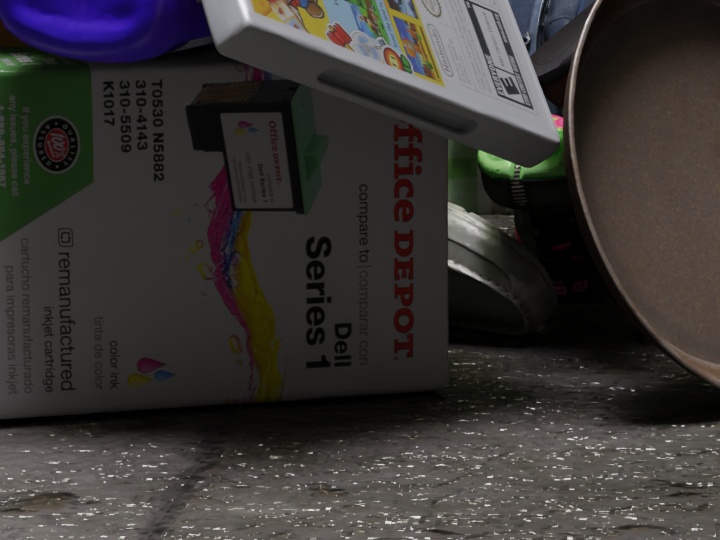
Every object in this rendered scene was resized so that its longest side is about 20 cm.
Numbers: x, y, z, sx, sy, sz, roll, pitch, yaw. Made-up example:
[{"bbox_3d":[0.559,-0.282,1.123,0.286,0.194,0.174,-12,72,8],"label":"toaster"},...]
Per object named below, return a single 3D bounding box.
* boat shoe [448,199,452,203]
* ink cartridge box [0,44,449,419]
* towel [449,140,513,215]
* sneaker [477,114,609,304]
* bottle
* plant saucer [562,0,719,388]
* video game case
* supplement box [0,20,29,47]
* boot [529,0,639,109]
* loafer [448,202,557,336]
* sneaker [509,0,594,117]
[{"bbox_3d":[-0.027,-0.046,1.455,0.199,0.072,0.072,5,-8,44],"label":"boat shoe"},{"bbox_3d":[-0.065,-0.021,1.140,0.199,0.146,0.084,-3,10,-15],"label":"ink cartridge box"},{"bbox_3d":[0.079,-0.104,1.527,0.031,0.150,0.200,0,1,28],"label":"towel"},{"bbox_3d":[0.107,-0.026,1.296,0.076,0.084,0.200,12,-2,23],"label":"sneaker"},{"bbox_3d":[-0.079,-0.125,1.115,0.083,0.066,0.200,9,11,16],"label":"bottle"},{"bbox_3d":[0.156,-0.041,1.141,0.199,0.202,0.032,-8,-7,-37],"label":"plant saucer"},{"bbox_3d":[-0.011,-0.146,1.095,0.181,0.201,0.023,17,-45,-44],"label":"video game case"},{"bbox_3d":[-0.201,-0.108,1.251,0.199,0.069,0.066,20,36,39],"label":"supplement box"},{"bbox_3d":[0.166,-0.039,1.220,0.068,0.200,0.188,-37,-5,16],"label":"boot"},{"bbox_3d":[0.000,0.000,1.291,0.199,0.070,0.070,14,56,33],"label":"loafer"},{"bbox_3d":[0.116,-0.159,1.410,0.146,0.204,0.077,-1,-12,42],"label":"sneaker"}]
